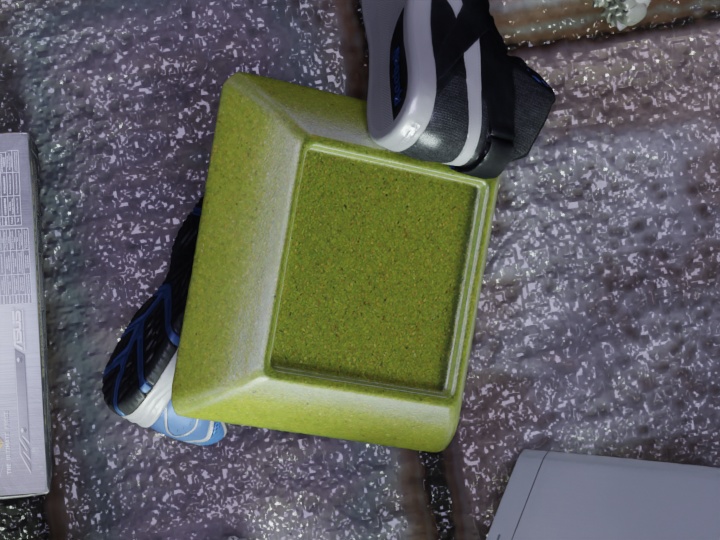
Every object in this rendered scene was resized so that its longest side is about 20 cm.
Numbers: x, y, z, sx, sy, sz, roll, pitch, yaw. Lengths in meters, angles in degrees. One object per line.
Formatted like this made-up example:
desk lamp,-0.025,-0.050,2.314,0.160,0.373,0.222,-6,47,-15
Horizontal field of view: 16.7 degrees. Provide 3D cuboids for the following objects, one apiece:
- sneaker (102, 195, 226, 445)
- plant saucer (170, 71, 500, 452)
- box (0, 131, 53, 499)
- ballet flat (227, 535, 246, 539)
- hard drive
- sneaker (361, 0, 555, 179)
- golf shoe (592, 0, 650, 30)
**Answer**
sneaker,-0.074,0.012,1.465,0.077,0.076,0.201,36,84,-30
plant saucer,0.000,0.000,1.432,0.199,0.048,0.201,10,88,-33
box,-0.205,0.025,1.399,0.048,0.158,0.202,-3,91,-5
ballet flat,-0.081,0.259,1.448,0.071,0.072,0.201,9,89,-6
hard drive,0.159,0.171,1.414,0.027,0.199,0.132,51,53,-42
sneaker,0.062,-0.139,1.460,0.111,0.073,0.201,23,54,-27
golf shoe,0.155,-0.250,1.480,0.097,0.078,0.201,-18,93,-11
